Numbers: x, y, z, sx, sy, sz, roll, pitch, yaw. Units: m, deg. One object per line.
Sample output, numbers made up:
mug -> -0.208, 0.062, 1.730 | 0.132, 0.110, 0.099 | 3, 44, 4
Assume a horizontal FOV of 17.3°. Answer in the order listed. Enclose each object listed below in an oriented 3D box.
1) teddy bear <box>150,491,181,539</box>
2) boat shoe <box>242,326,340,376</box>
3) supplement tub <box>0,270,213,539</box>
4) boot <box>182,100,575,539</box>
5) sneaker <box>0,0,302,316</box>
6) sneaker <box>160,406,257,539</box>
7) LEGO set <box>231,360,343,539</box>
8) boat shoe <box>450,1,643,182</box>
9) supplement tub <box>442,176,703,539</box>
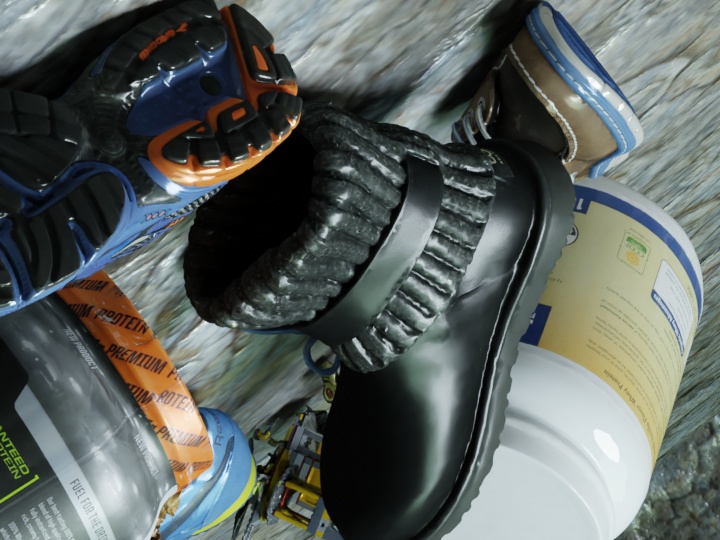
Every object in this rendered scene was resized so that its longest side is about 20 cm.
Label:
teddy bear -> -0.129, 0.130, 1.075 | 0.066, 0.146, 0.200 | 0, 151, -17
boat shoe -> 0.000, 0.000, 1.105 | 0.084, 0.069, 0.200 | -44, 165, 28
supplement tub -> -0.161, 0.086, 0.867 | 0.200, 0.123, 0.123 | -32, 166, -16
boot -> -0.008, 0.029, 1.002 | 0.157, 0.079, 0.212 | 0, 114, -46
sneaker -> -0.104, -0.020, 0.765 | 0.200, 0.076, 0.078 | -24, 165, -40
sneaker -> -0.146, 0.137, 1.231 | 0.200, 0.066, 0.078 | -37, 153, 0
LEGO set -> -0.010, 0.089, 1.382 | 0.200, 0.115, 0.154 | -14, 125, -68
boat shoe -> 0.084, -0.064, 1.100 | 0.072, 0.072, 0.200 | -36, 167, 1
supplement tub -> 0.091, 0.059, 1.234 | 0.144, 0.144, 0.200 | -50, -169, 46
